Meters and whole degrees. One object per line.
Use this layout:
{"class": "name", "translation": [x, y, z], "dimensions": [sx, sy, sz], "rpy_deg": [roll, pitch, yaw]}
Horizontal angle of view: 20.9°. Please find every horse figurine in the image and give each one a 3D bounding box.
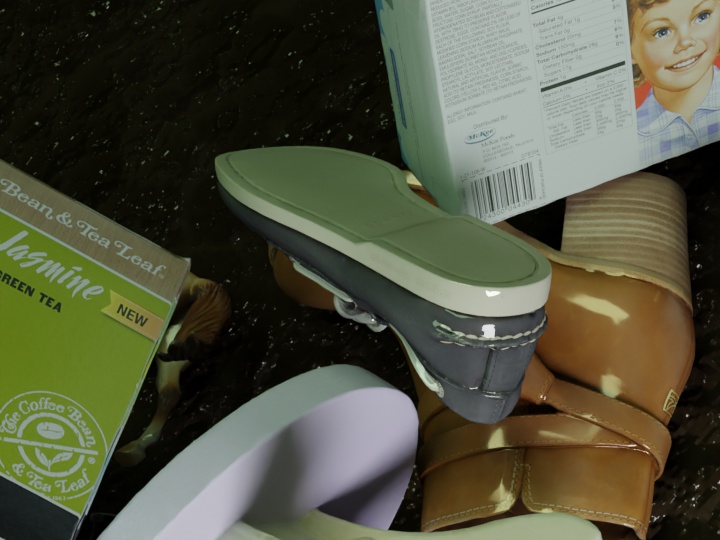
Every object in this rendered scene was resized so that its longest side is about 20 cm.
{"class": "horse figurine", "translation": [-0.126, 0.032, 0.908], "dimensions": [0.199, 0.050, 0.133], "rpy_deg": [-6, 39, 37]}

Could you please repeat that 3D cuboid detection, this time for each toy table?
{"class": "toy table", "translation": [-0.016, 0.135, 0.682], "dimensions": [0.117, 0.184, 0.200], "rpy_deg": [29, 71, 32]}

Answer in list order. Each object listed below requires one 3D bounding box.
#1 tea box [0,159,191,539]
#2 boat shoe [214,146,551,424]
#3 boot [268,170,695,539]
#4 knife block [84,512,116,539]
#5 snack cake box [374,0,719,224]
{"class": "tea box", "translation": [-0.182, 0.085, 0.725], "dimensions": [0.200, 0.133, 0.197], "rpy_deg": [-50, 16, 46]}
{"class": "boat shoe", "translation": [0.000, 0.000, 0.762], "dimensions": [0.072, 0.063, 0.200], "rpy_deg": [-11, 24, -31]}
{"class": "boot", "translation": [0.037, 0.040, 0.801], "dimensions": [0.199, 0.074, 0.155], "rpy_deg": [-6, 61, 30]}
{"class": "knife block", "translation": [-0.133, 0.191, 0.802], "dimensions": [0.200, 0.064, 0.176], "rpy_deg": [-38, 47, 3]}
{"class": "snack cake box", "translation": [0.110, -0.107, 0.777], "dimensions": [0.199, 0.115, 0.067], "rpy_deg": [-19, 37, -11]}
